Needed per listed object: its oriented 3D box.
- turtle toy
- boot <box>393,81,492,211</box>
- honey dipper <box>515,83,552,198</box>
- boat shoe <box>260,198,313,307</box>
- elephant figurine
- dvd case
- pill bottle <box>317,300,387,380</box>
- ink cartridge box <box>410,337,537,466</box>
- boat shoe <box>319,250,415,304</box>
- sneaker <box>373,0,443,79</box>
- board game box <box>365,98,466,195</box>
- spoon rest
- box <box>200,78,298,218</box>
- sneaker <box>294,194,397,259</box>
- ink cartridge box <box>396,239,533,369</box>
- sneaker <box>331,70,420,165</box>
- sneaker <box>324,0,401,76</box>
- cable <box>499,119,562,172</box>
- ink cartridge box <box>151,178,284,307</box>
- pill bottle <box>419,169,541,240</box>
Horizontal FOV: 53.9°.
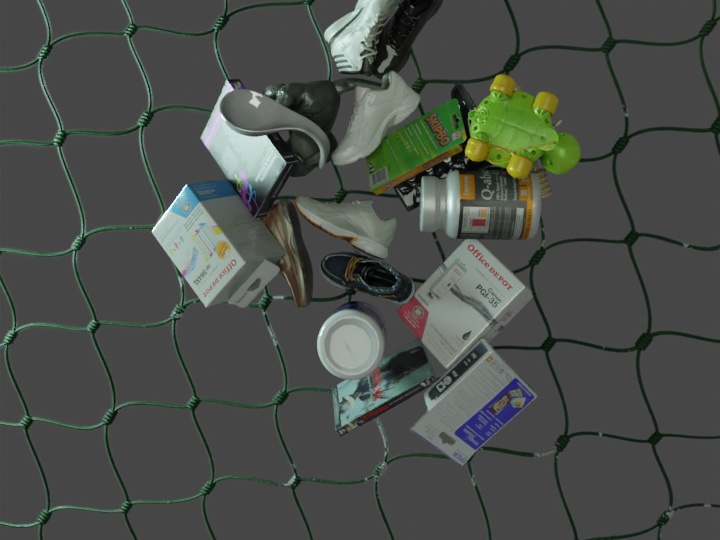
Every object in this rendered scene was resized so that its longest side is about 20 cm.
[{"bbox_3d":[0.269,-0.221,1.171,0.197,0.101,0.148,25,92,11],"label":"turtle toy"},{"bbox_3d":[0.134,-0.222,1.285,0.198,0.065,0.167,-28,79,17],"label":"boot"},{"bbox_3d":[0.294,-0.226,1.238,0.037,0.038,0.203,-16,103,5],"label":"honey dipper"},{"bbox_3d":[-0.138,-0.027,1.317,0.071,0.076,0.204,-14,87,11],"label":"boat shoe"},{"bbox_3d":[-0.100,-0.234,1.276,0.154,0.140,0.204,8,108,45],"label":"elephant figurine"},{"bbox_3d":[0.039,0.208,1.285,0.198,0.146,0.022,-32,110,8],"label":"dvd case"},{"bbox_3d":[-0.010,0.116,1.252,0.113,0.200,0.118,0,94,4],"label":"pill bottle"},{"bbox_3d":[0.199,0.241,1.270,0.200,0.043,0.198,-44,131,4],"label":"ink cartridge box"},{"bbox_3d":[0.000,0.000,1.267,0.197,0.091,0.072,17,81,26],"label":"boat shoe"},{"bbox_3d":[0.077,-0.435,1.252,0.075,0.091,0.202,31,98,-1],"label":"sneaker"},{"bbox_3d":[0.097,-0.217,1.245,0.198,0.030,0.097,-26,57,29],"label":"board game box"},{"bbox_3d":[-0.138,-0.241,1.169,0.197,0.100,0.061,25,140,-9],"label":"spoon rest"},{"bbox_3d":[-0.201,-0.215,1.256,0.201,0.036,0.143,55,132,18],"label":"box"},{"bbox_3d":[-0.024,-0.101,1.304,0.198,0.076,0.093,27,89,-6],"label":"sneaker"},{"bbox_3d":[0.186,0.058,1.266,0.200,0.083,0.147,-47,64,7],"label":"ink cartridge box"},{"bbox_3d":[0.009,-0.274,1.261,0.200,0.078,0.100,-46,113,-8],"label":"sneaker"},{"bbox_3d":[0.026,-0.408,1.224,0.199,0.075,0.117,-27,79,44],"label":"sneaker"},{"bbox_3d":[0.276,-0.205,1.274,0.096,0.050,0.202,27,95,-4],"label":"cable"},{"bbox_3d":[-0.245,-0.041,1.259,0.129,0.125,0.201,-44,78,27],"label":"ink cartridge box"},{"bbox_3d":[0.202,-0.112,1.215,0.196,0.116,0.119,1,95,1],"label":"pill bottle"}]
